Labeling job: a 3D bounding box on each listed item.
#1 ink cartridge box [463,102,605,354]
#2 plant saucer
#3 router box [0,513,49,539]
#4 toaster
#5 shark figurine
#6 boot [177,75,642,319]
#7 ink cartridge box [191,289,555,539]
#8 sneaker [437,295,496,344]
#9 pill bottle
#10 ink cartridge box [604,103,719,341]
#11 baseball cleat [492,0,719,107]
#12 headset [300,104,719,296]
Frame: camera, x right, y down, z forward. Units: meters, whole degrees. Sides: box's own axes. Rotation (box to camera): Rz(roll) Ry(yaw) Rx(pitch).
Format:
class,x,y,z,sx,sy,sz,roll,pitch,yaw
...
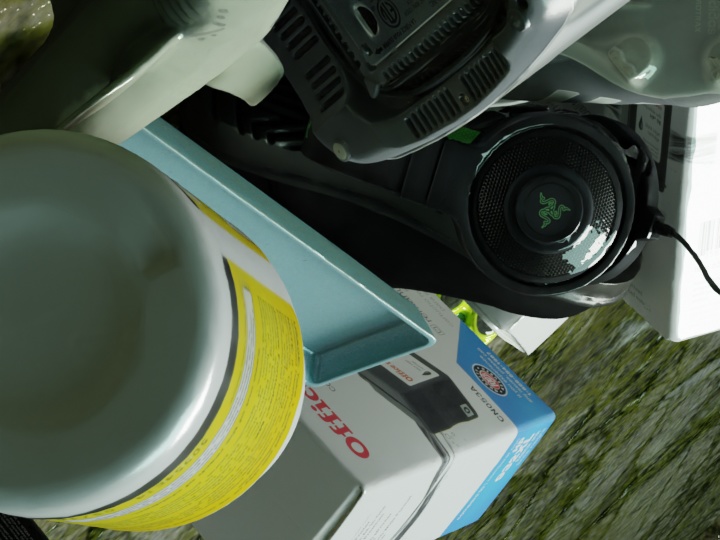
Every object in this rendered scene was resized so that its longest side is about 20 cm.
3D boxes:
class,x,y,z,sx,sy,sz,roll,pitch,yaw
ink cartridge box,0.092,-0.082,1.199,0.200,0.146,0.084,-43,165,1
plant saucer,-0.057,-0.013,1.027,0.070,0.019,0.200,-21,139,35
router box,-0.152,0.195,1.202,0.051,0.200,0.149,-29,159,-34
toaster,0.047,-0.126,0.881,0.129,0.114,0.200,-35,178,-31
shark figurine,-0.109,-0.071,0.871,0.214,0.090,0.128,-32,168,1
boot,0.000,-0.002,1.121,0.080,0.210,0.158,-67,180,-47
ink cartridge box,-0.017,0.067,1.303,0.084,0.145,0.200,-53,161,25
sneaker,0.011,0.048,1.481,0.200,0.074,0.084,-47,-172,0
pill bottle,-0.080,0.027,0.855,0.114,0.114,0.200,-44,168,1
ink cartridge box,0.166,-0.081,1.094,0.115,0.067,0.201,-14,125,-22
baseball cleat,0.085,-0.096,1.025,0.106,0.199,0.070,8,87,-69
headset,0.078,-0.039,0.980,0.123,0.199,0.094,-11,119,-74
